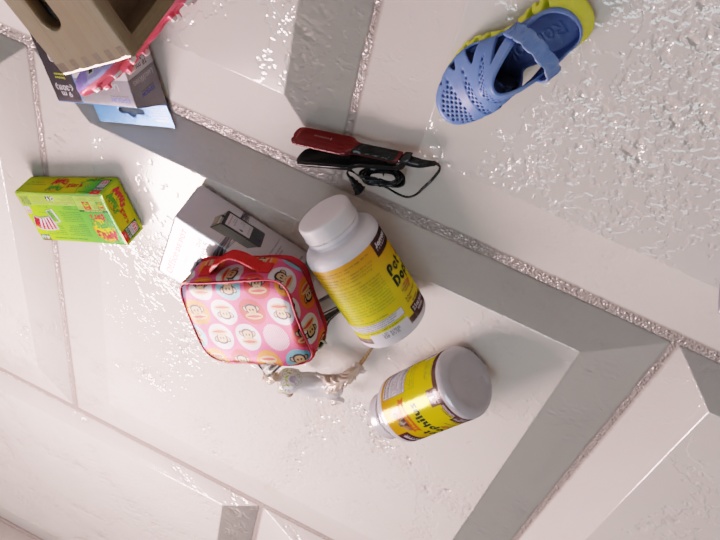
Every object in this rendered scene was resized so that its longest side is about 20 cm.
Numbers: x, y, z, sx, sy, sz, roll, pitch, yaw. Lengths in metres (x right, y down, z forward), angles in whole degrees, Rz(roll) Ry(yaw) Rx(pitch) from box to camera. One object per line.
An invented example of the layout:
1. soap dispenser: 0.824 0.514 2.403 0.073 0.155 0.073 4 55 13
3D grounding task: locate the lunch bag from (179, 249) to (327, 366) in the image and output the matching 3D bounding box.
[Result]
1. lunch bag: -0.157 0.047 1.146 0.197 0.082 0.178 0 126 26

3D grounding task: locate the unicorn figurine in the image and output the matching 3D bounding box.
1. unicorn figurine: -0.068 0.184 1.340 0.197 0.075 0.138 -8 164 -4

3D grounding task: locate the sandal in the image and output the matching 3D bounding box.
1. sandal: 0.148 -0.211 0.846 0.079 0.088 0.199 41 139 -14

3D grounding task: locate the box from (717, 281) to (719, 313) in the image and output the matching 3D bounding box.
1. box: 0.510 0.006 0.826 0.198 0.105 0.185 30 138 2

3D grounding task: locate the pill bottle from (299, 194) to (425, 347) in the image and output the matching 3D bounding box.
1. pill bottle: 0.000 0.000 1.104 0.108 0.110 0.201 -12 123 37

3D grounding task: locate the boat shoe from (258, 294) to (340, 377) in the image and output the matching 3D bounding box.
1. boat shoe: -0.081 0.094 1.241 0.199 0.071 0.064 -34 91 20

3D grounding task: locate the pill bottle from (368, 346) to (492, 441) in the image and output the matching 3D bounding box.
1. pill bottle: 0.100 0.198 1.246 0.109 0.110 0.199 42 137 -13

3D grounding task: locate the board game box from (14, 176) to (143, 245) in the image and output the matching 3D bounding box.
1. board game box: -0.467 -0.100 1.339 0.197 0.048 0.103 4 132 28

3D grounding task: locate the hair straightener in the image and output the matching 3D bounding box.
1. hair straightener: 0.008 -0.135 1.043 0.197 0.041 0.078 9 138 16

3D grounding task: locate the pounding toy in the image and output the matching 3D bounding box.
1. pounding toy: -0.279 -0.326 0.764 0.140 0.186 0.201 -4 138 32

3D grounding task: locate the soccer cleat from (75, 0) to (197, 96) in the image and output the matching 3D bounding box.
1. soccer cleat: -0.284 -0.297 0.984 0.199 0.067 0.077 -40 102 14

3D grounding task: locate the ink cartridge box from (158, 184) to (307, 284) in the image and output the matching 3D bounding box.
1. ink cartridge box: -0.196 -0.013 1.236 0.198 0.084 0.146 32 138 -2

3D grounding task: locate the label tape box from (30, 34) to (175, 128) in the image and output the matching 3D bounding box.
1. label tape box: -0.351 -0.270 1.097 0.142 0.064 0.202 9 133 23
